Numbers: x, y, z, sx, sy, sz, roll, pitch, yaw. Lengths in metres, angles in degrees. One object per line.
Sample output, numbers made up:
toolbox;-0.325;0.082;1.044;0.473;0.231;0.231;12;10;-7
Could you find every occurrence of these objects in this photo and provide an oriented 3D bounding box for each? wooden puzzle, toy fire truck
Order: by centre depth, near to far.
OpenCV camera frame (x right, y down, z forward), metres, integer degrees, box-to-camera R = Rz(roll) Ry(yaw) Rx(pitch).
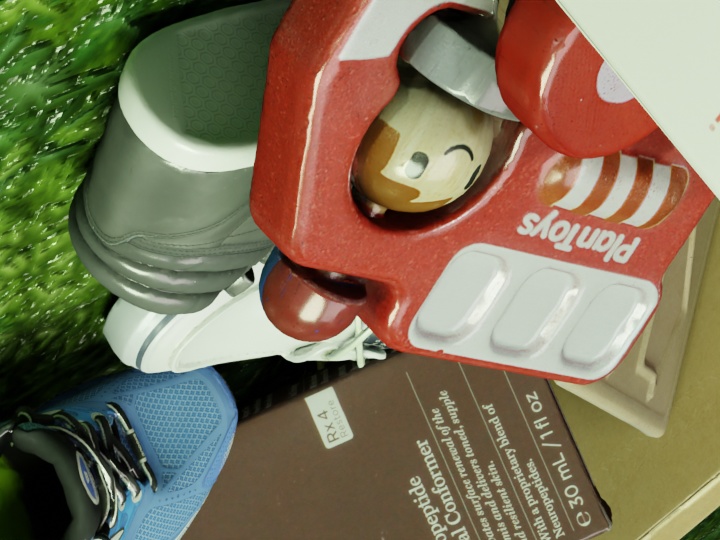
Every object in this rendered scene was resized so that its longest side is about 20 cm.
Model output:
toy fire truck;0.048;-0.042;0.912;0.200;0.112;0.168;10;117;-46
wooden puzzle;0.108;-0.037;1.159;0.200;0.046;0.186;34;70;-74

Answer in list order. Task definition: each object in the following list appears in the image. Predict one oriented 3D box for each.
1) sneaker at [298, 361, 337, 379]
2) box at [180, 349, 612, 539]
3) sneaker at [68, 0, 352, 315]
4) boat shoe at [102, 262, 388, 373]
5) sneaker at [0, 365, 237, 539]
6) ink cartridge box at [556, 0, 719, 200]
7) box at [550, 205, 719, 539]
sneaker;-0.009;0.060;1.262;0.200;0.074;0.085;-47;156;-2
box;-0.011;0.092;1.177;0.199;0.100;0.075;-25;-177;2
sneaker;-0.017;-0.043;0.992;0.200;0.071;0.099;-15;154;-41
boat shoe;0.000;0.000;1.119;0.200;0.067;0.074;-27;159;-31
sneaker;-0.106;0.086;1.060;0.089;0.079;0.200;-34;-179;45
ink cartridge box;0.100;-0.136;0.766;0.084;0.200;0.146;-18;154;-45
box;0.147;0.007;1.251;0.021;0.164;0.200;17;131;-40
